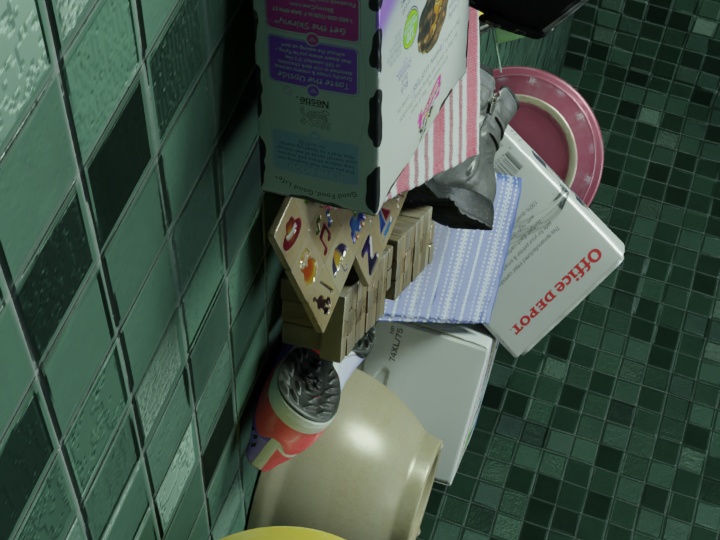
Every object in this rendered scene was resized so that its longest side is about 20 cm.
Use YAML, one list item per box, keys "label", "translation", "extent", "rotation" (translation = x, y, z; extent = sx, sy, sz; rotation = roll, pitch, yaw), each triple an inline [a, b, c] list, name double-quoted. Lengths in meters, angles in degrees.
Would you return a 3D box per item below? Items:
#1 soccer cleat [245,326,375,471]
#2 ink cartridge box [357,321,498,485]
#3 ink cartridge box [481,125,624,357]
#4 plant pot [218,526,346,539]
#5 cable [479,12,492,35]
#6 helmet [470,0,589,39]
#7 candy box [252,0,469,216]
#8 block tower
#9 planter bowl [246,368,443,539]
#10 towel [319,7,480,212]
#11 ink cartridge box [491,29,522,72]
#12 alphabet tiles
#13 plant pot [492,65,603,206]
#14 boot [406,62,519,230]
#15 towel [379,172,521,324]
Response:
- label: "soccer cleat"
  translation: [-0.041, 0.079, 1.048]
  extent: [0.073, 0.068, 0.200]
  rotation: [-51, -174, 26]
- label: "ink cartridge box"
  translation: [0.055, 0.100, 1.371]
  extent: [0.200, 0.145, 0.148]
  rotation: [-42, 148, -74]
- label: "ink cartridge box"
  translation: [0.137, -0.040, 1.308]
  extent: [0.145, 0.200, 0.084]
  rotation: [-45, 177, 13]
- label: "plant pot"
  translation: [-0.056, 0.255, 0.883]
  extent: [0.189, 0.199, 0.203]
  rotation: [-147, -107, -82]
- label: "cable"
  translation: [0.114, -0.212, 1.171]
  extent: [0.051, 0.198, 0.097]
  rotation: [65, -25, 26]
- label: "helmet"
  translation: [0.100, -0.266, 0.836]
  extent: [0.200, 0.191, 0.200]
  rotation: [-44, -171, 8]
- label: "candy box"
  translation: [0.006, -0.160, 0.717]
  extent: [0.168, 0.071, 0.202]
  rotation: [-59, 156, -49]
- label: "block tower"
  translation: [0.000, 0.000, 1.046]
  extent: [0.200, 0.057, 0.055]
  rotation: [-46, 143, -59]
- label: "planter bowl"
  translation: [-0.006, 0.188, 1.195]
  extent: [0.200, 0.133, 0.202]
  rotation: [17, 90, -81]
- label: "towel"
  translation: [0.030, -0.131, 0.925]
  extent: [0.200, 0.030, 0.148]
  rotation: [-28, 122, -55]
- label: "ink cartridge box"
  translation: [0.139, -0.282, 1.253]
  extent: [0.200, 0.059, 0.105]
  rotation: [64, 16, -64]
- label: "alphabet tiles"
  translation: [-0.010, -0.067, 0.923]
  extent: [0.168, 0.007, 0.201]
  rotation: [66, 38, -46]
- label: "plant pot"
  translation: [0.163, -0.119, 1.433]
  extent: [0.179, 0.198, 0.202]
  rotation: [-41, 147, -83]
- label: "boot"
  translation: [0.059, -0.121, 1.121]
  extent: [0.200, 0.069, 0.133]
  rotation: [26, 73, -56]
- label: "towel"
  translation: [0.058, -0.024, 1.201]
  extent: [0.199, 0.024, 0.146]
  rotation: [5, 102, -42]
